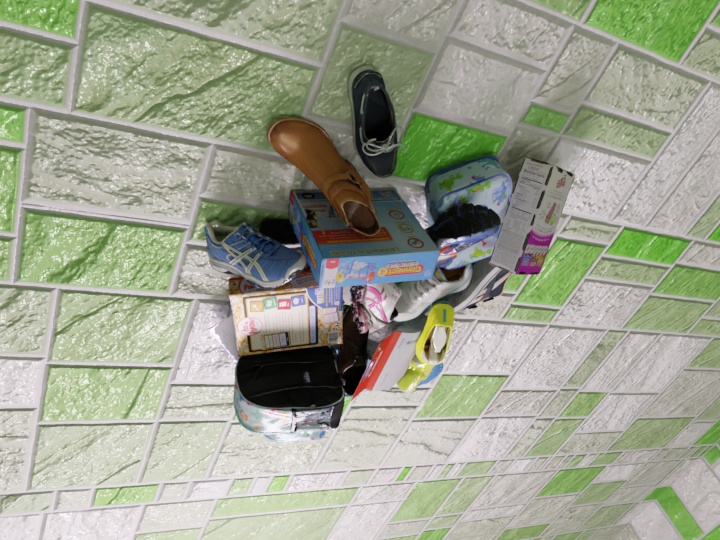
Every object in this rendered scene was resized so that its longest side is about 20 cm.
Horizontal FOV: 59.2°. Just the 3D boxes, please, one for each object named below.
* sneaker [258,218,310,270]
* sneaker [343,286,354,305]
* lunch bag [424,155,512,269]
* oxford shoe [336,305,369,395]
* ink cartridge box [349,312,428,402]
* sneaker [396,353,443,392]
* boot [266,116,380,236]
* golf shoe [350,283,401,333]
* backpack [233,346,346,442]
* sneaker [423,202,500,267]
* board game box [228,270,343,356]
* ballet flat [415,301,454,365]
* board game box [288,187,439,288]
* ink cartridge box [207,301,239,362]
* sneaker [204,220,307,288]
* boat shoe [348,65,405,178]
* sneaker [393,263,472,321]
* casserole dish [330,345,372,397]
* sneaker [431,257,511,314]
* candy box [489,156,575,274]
[{"bbox_3d":[-0.093,-0.036,1.120,0.196,0.077,0.088,7,137,-21],"label":"sneaker"},{"bbox_3d":[0.000,0.001,1.180,0.113,0.081,0.201,1,131,-29],"label":"sneaker"},{"bbox_3d":[0.204,-0.106,1.176,0.158,0.083,0.202,-20,136,-5],"label":"lunch bag"},{"bbox_3d":[-0.007,0.158,1.288,0.071,0.084,0.204,5,100,-30],"label":"oxford shoe"},{"bbox_3d":[0.068,0.187,1.323,0.200,0.056,0.164,-38,156,-61],"label":"ink cartridge box"},{"bbox_3d":[0.158,0.192,1.456,0.104,0.076,0.202,-4,134,-47],"label":"sneaker"},{"bbox_3d":[-0.049,-0.143,0.965,0.198,0.156,0.074,28,116,-36],"label":"boot"},{"bbox_3d":[0.027,0.030,1.125,0.090,0.073,0.202,-16,144,-9],"label":"golf shoe"},{"bbox_3d":[-0.143,0.229,1.197,0.196,0.179,0.153,2,126,-20],"label":"backpack"},{"bbox_3d":[0.152,-0.052,1.104,0.197,0.076,0.078,-21,142,21],"label":"sneaker"},{"bbox_3d":[-0.130,0.076,1.137,0.196,0.047,0.154,-5,130,-10],"label":"board game box"},{"bbox_3d":[0.152,0.150,1.297,0.065,0.068,0.202,4,136,-4],"label":"ballet flat"},{"bbox_3d":[0.000,-0.060,1.037,0.196,0.197,0.057,-4,129,-21],"label":"board game box"},{"bbox_3d":[-0.167,0.108,1.229,0.197,0.044,0.199,-28,136,0],"label":"ink cartridge box"},{"bbox_3d":[-0.175,-0.029,1.012,0.197,0.076,0.078,10,132,27],"label":"sneaker"},{"bbox_3d":[0.029,-0.221,1.000,0.074,0.062,0.202,-19,136,-10],"label":"boat shoe"},{"bbox_3d":[0.133,0.030,1.263,0.198,0.077,0.081,-29,158,-11],"label":"sneaker"},{"bbox_3d":[-0.039,0.216,1.394,0.121,0.039,0.199,-45,134,17],"label":"casserole dish"},{"bbox_3d":[0.245,0.039,1.333,0.199,0.079,0.079,-41,130,13],"label":"sneaker"},{"bbox_3d":[0.318,-0.097,1.173,0.135,0.060,0.204,1,110,-56],"label":"candy box"}]
